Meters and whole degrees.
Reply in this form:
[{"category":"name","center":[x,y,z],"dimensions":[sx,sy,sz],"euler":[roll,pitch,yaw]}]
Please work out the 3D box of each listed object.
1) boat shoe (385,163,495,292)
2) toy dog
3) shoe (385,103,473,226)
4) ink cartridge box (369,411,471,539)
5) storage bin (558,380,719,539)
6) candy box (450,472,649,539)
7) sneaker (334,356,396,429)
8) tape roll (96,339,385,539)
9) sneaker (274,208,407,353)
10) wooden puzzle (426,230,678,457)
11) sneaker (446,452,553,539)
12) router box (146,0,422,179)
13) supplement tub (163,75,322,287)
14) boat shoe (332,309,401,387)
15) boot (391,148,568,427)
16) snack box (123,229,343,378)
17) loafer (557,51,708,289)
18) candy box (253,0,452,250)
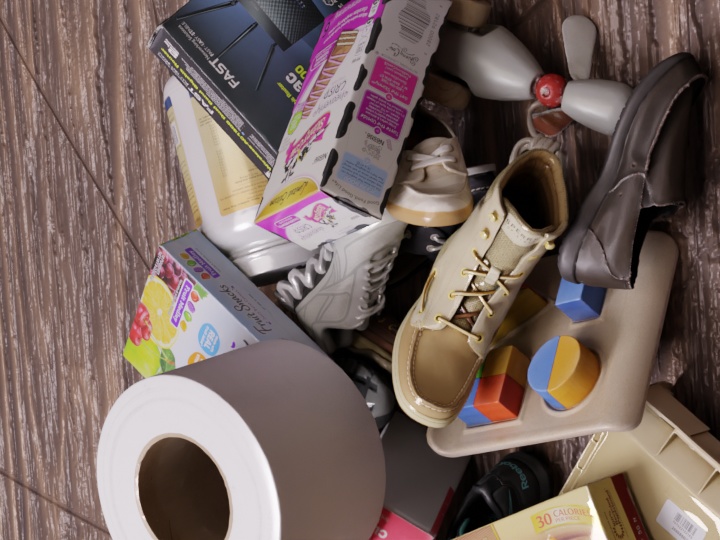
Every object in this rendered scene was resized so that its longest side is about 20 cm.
[{"category":"boat shoe","center":[0.058,-0.036,1.601],"dimensions":[0.200,0.074,0.061],"euler":[-31,70,51]},{"category":"toy dog","center":[0.137,-0.160,1.535],"dimensions":[0.200,0.096,0.132],"euler":[44,115,13]},{"category":"shoe","center":[0.044,-0.092,1.495],"dimensions":[0.200,0.070,0.054],"euler":[-112,13,-62]},{"category":"ink cartridge box","center":[0.005,0.248,1.643],"dimensions":[0.083,0.145,0.201],"euler":[29,118,1]},{"category":"storage bin","center":[0.255,0.222,1.464],"dimensions":[0.200,0.093,0.199],"euler":[43,121,30]},{"category":"candy box","center":[0.141,0.247,1.469],"dimensions":[0.200,0.055,0.116],"euler":[-30,76,41]},{"category":"sneaker","center":[-0.014,0.126,1.677],"dimensions":[0.200,0.079,0.076],"euler":[-12,57,59]},{"category":"tape roll","center":[-0.098,0.168,1.516],"dimensions":[0.202,0.139,0.204],"euler":[9,105,37]},{"category":"sneaker","center":[0.000,0.000,1.577],"dimensions":[0.081,0.075,0.200],"euler":[62,145,17]},{"category":"wooden puzzle","center":[0.148,0.054,1.500],"dimensions":[0.199,0.046,0.186],"euler":[-11,49,40]},{"category":"sneaker","center":[0.096,0.245,1.608],"dimensions":[0.075,0.079,0.201],"euler":[34,118,29]},{"category":"router box","center":[-0.062,-0.175,1.606],"dimensions":[0.200,0.150,0.062],"euler":[47,159,-2]},{"category":"supplement tub","center":[-0.090,-0.093,1.693],"dimensions":[0.144,0.144,0.201],"euler":[-20,83,41]},{"category":"boat shoe","center":[0.051,0.079,1.634],"dimensions":[0.200,0.068,0.072],"euler":[28,157,43]},{"category":"boot","center":[0.096,0.012,1.450],"dimensions":[0.073,0.201,0.156],"euler":[29,144,-6]},{"category":"snack box","center":[-0.117,0.081,1.643],"dimensions":[0.200,0.053,0.143],"euler":[43,133,23]},{"category":"loafer","center":[0.227,-0.072,1.448],"dimensions":[0.071,0.073,0.201],"euler":[27,95,23]},{"category":"candy box","center":[-0.008,-0.127,1.501],"dimensions":[0.136,0.061,0.201],"euler":[-22,47,62]}]
